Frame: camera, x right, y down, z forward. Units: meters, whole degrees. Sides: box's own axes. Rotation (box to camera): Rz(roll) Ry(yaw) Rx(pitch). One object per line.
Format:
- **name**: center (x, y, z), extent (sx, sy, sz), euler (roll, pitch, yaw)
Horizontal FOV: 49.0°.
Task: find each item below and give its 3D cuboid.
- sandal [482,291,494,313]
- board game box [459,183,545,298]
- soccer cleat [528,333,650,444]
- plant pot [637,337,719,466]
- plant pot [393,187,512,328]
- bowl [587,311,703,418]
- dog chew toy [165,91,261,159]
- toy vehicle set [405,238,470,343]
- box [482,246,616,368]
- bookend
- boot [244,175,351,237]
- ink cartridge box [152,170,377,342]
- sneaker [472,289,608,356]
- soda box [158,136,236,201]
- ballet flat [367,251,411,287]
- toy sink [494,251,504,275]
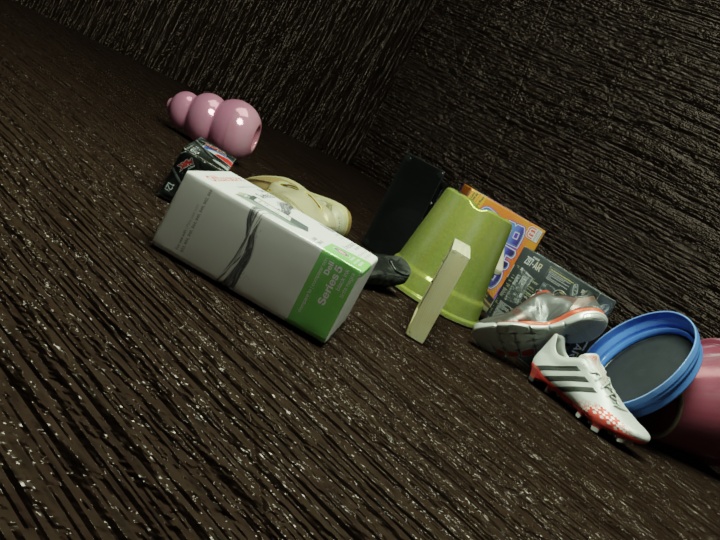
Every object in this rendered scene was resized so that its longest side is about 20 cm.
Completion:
- **sandal**: center (0.215, 0.058, 1.475), extent (0.200, 0.054, 0.080), euler (47, 18, 12)
- **board game box**: center (0.292, -0.067, 1.895), extent (0.198, 0.201, 0.200), euler (29, 10, -3)
- **soccer cleat**: center (0.323, 0.164, 1.098), extent (0.068, 0.086, 0.200), euler (20, 13, -46)
- **plant pot**: center (0.522, 0.202, 1.239), extent (0.177, 0.202, 0.200), euler (8, 17, -24)
- **plant pot**: center (0.161, -0.031, 1.347), extent (0.199, 0.186, 0.200), euler (29, 9, -5)
- **bowl**: center (0.413, 0.142, 1.178), extent (0.039, 0.200, 0.201), euler (50, 3, -16)
- **dog chew toy**: center (-0.309, -0.311, 1.647), extent (0.198, 0.126, 0.125), euler (21, 9, 0)
- **toy vehicle set**: center (0.109, 0.022, 1.083), extent (0.026, 0.125, 0.200), euler (29, 9, 4)
- **box**: center (0.300, 0.072, 1.296), extent (0.043, 0.161, 0.200), euler (23, 10, -33)
- **bookend**: center (0.115, -0.115, 1.615), extent (0.092, 0.200, 0.200), euler (29, 8, 19)
- **boot**: center (-0.130, -0.088, 1.115), extent (0.198, 0.074, 0.155), euler (23, 15, 25)
- **ink cartridge box**: center (-0.092, -0.021, 0.819), extent (0.199, 0.085, 0.145), euler (30, 9, 3)
- **sneaker**: center (0.265, 0.072, 1.192), extent (0.197, 0.078, 0.083), euler (-6, 47, 4)
- **soda box**: center (-0.217, -0.132, 1.077), extent (0.063, 0.071, 0.200), euler (30, 9, -12)
- **ballet flat**: center (0.000, 0.000, 1.161), extent (0.199, 0.057, 0.067), euler (12, 46, -47)
- **toy sink**: center (0.226, -0.028, 1.693), extent (0.129, 0.113, 0.200), euler (27, 28, -3)
